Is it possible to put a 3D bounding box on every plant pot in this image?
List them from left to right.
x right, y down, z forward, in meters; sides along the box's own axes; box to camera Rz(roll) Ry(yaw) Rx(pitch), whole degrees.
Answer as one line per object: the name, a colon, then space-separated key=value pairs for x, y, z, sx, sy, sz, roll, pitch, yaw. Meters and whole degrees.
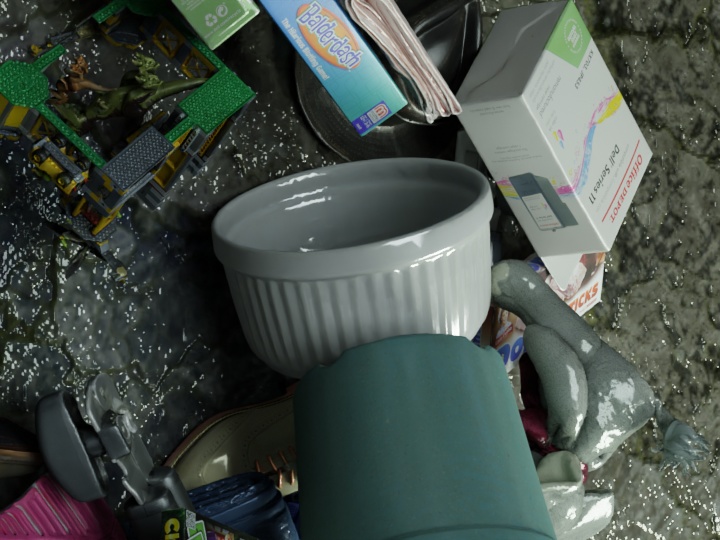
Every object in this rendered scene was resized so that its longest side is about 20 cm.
plant pot: x=0.040 y=0.160 z=1.549 sx=0.200 sy=0.200 sz=0.196 roll=15 pitch=53 yaw=-40

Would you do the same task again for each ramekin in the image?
ramekin: x=0.000 y=0.000 z=1.647 sx=0.200 sy=0.200 sz=0.105 roll=-26 pitch=116 yaw=-38

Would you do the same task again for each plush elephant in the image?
plush elephant: x=0.135 y=0.125 z=1.699 sx=0.155 sy=0.200 sz=0.165 roll=-43 pitch=151 yaw=-9

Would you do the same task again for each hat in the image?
hat: x=0.043 y=-0.171 z=1.756 sx=0.200 sy=0.081 sz=0.201 roll=2 pitch=88 yaw=-40

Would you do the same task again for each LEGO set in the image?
LEGO set: x=-0.176 y=-0.093 z=1.568 sx=0.154 sy=0.116 sz=0.200 roll=38 pitch=47 yaw=-3

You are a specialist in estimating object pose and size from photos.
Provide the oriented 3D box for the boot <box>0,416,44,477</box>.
boot: x=-0.289 y=0.139 z=1.490 sx=0.200 sy=0.075 sz=0.097 roll=8 pitch=108 yaw=-48

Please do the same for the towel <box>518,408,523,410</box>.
towel: x=0.101 y=0.193 z=1.738 sx=0.144 sy=0.023 sz=0.200 roll=15 pitch=59 yaw=-34

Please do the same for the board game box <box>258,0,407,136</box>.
board game box: x=-0.054 y=-0.203 z=1.597 sx=0.045 sy=0.152 sz=0.200 roll=-35 pitch=139 yaw=3

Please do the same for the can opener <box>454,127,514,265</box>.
can opener: x=0.098 y=-0.018 z=1.810 sx=0.053 sy=0.067 sz=0.200 roll=8 pitch=84 yaw=-41

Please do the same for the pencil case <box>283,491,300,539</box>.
pencil case: x=0.011 y=0.198 z=1.725 sx=0.200 sy=0.078 sz=0.087 roll=-1 pitch=99 yaw=-42

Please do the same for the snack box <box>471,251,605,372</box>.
snack box: x=0.139 y=0.023 z=1.829 sx=0.200 sy=0.024 sz=0.072 roll=-33 pitch=133 yaw=-52

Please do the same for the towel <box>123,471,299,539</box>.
towel: x=-0.083 y=0.243 z=1.627 sx=0.111 sy=0.049 sz=0.200 roll=-20 pitch=109 yaw=-8

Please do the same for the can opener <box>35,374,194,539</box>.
can opener: x=-0.149 y=0.160 z=1.531 sx=0.053 sy=0.067 sz=0.200 roll=-80 pitch=149 yaw=-66

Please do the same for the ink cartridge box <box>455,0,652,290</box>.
ink cartridge box: x=0.157 y=-0.092 z=1.771 sx=0.200 sy=0.067 sz=0.117 roll=57 pitch=44 yaw=-33

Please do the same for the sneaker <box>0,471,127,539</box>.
sneaker: x=-0.231 y=0.193 z=1.522 sx=0.081 sy=0.088 sz=0.200 roll=58 pitch=30 yaw=10

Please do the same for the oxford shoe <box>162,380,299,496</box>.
oxford shoe: x=-0.062 y=0.130 z=1.659 sx=0.200 sy=0.074 sz=0.071 roll=-33 pitch=112 yaw=-25

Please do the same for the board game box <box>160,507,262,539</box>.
board game box: x=-0.070 y=0.227 z=1.517 sx=0.200 sy=0.023 sz=0.105 roll=32 pitch=54 yaw=-56

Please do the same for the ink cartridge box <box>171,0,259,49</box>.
ink cartridge box: x=-0.143 y=-0.246 z=1.560 sx=0.048 sy=0.146 sz=0.200 roll=-38 pitch=101 yaw=5

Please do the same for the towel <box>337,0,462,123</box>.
towel: x=-0.012 y=-0.213 z=1.609 sx=0.032 sy=0.200 sz=0.191 roll=-33 pitch=147 yaw=4
